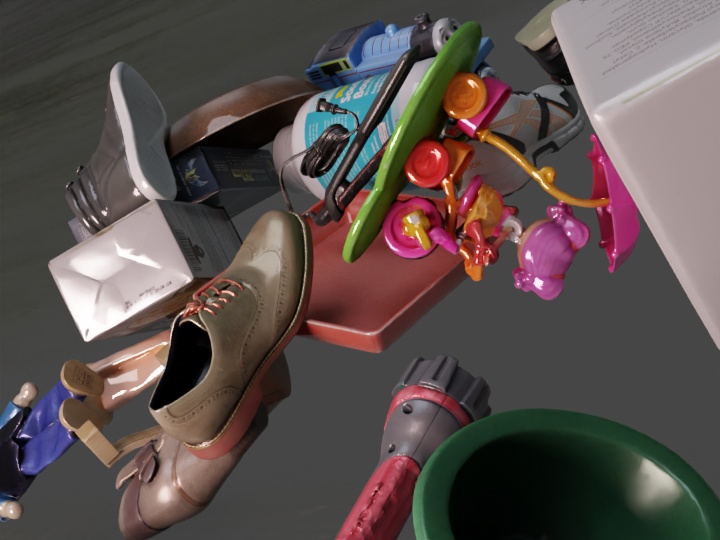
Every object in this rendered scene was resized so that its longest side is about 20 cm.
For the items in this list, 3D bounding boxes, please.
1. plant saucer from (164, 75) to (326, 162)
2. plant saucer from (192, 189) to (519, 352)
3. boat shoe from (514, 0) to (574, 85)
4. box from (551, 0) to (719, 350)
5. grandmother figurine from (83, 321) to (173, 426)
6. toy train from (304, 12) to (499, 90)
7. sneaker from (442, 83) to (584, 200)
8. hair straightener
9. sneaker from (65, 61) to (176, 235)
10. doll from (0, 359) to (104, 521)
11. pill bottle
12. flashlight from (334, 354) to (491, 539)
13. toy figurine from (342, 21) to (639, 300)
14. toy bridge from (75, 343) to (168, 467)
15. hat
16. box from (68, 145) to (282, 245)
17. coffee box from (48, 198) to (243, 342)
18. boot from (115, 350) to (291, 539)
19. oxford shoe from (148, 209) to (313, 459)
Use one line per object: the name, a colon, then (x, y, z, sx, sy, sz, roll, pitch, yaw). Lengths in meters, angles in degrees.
plant saucer: (-0.126, -0.142, 1.363, 0.199, 0.037, 0.200, -27, -2, -1)
plant saucer: (0.000, 0.000, 1.123, 0.199, 0.037, 0.199, 8, 35, 40)
boat shoe: (0.191, -0.217, 1.300, 0.074, 0.063, 0.202, -40, 11, 15)
box: (0.256, -0.101, 0.873, 0.199, 0.199, 0.172, -27, 28, 15)
grandmother figurine: (-0.161, 0.066, 1.251, 0.199, 0.061, 0.122, -32, 33, 12)
toy train: (0.044, -0.190, 1.363, 0.199, 0.115, 0.087, -5, 39, 46)
sneaker: (0.130, -0.127, 1.172, 0.073, 0.080, 0.200, -16, 16, 33)
hair straightener: (-0.007, -0.111, 1.130, 0.200, 0.077, 0.041, -49, -1, 38)
sneaker: (-0.230, -0.109, 1.283, 0.099, 0.071, 0.201, -36, 43, 19)
doll: (-0.304, 0.155, 1.251, 0.200, 0.048, 0.137, -37, 42, 32)
pill bottle: (0.012, -0.123, 1.295, 0.199, 0.111, 0.111, -12, 35, 39)
flashlight: (0.020, 0.145, 0.898, 0.068, 0.068, 0.200, -6, 37, 40)
toy figurine: (0.112, -0.050, 1.015, 0.201, 0.183, 0.150, -60, -9, 4)
toy bridge: (-0.146, 0.091, 1.177, 0.200, 0.067, 0.027, -45, 28, -15)
hat: (0.094, 0.194, 0.787, 0.199, 0.177, 0.166, 15, 41, 9)
box: (-0.177, -0.067, 1.392, 0.157, 0.051, 0.200, -29, -3, 15)
coffee box: (-0.181, -0.001, 1.256, 0.114, 0.080, 0.200, -28, -5, 9)
boot: (-0.131, 0.127, 1.113, 0.146, 0.070, 0.200, -40, 13, 15)
oxford shoe: (-0.092, 0.034, 1.019, 0.070, 0.075, 0.201, 1, 61, 37)
